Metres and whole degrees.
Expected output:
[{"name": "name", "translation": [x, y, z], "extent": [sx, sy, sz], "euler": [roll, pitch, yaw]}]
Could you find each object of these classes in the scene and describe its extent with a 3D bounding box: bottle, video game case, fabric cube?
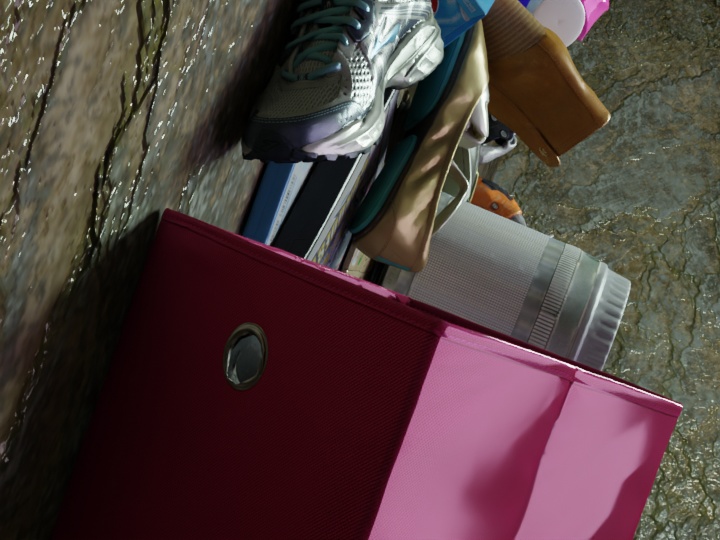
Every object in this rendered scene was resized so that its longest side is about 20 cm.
[{"name": "bottle", "translation": [0.125, -0.240, 1.122], "extent": [0.201, 0.064, 0.085], "euler": [-119, -144, -57]}, {"name": "video game case", "translation": [-0.030, -0.077, 0.912], "extent": [0.200, 0.018, 0.145], "euler": [34, 76, -83]}, {"name": "fabric cube", "translation": [-0.005, 0.109, 0.637], "extent": [0.199, 0.195, 0.202], "euler": [20, 91, -45]}, {"name": "video game case", "translation": [-0.027, -0.013, 0.940], "extent": [0.182, 0.025, 0.201], "euler": [102, 11, -52]}]

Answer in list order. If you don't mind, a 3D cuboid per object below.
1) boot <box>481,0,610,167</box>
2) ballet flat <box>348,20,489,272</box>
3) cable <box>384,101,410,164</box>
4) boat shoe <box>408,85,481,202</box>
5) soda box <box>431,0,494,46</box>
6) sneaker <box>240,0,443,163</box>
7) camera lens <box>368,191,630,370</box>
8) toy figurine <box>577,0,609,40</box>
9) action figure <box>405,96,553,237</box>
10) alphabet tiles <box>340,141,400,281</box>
[{"name": "boot", "translation": [0.106, -0.140, 1.074], "extent": [0.071, 0.145, 0.201], "euler": [-42, -169, -18]}, {"name": "ballet flat", "translation": [0.055, -0.087, 0.960], "extent": [0.202, 0.063, 0.068], "euler": [-64, -163, -20]}, {"name": "cable", "translation": [0.029, -0.076, 1.215], "extent": [0.200, 0.050, 0.098], "euler": [-57, 154, -56]}, {"name": "boat shoe", "translation": [0.078, -0.146, 1.232], "extent": [0.061, 0.071, 0.205], "euler": [52, 43, -75]}, {"name": "soda box", "translation": [0.070, -0.229, 0.975], "extent": [0.064, 0.068, 0.201], "euler": [-32, -163, 34]}, {"name": "sneaker", "translation": [-0.017, -0.126, 0.743], "extent": [0.201, 0.076, 0.087], "euler": [-57, 143, -52]}, {"name": "camera lens", "translation": [0.106, 0.037, 1.131], "extent": [0.160, 0.198, 0.162], "euler": [22, 90, -83]}, {"name": "toy figurine", "translation": [0.166, -0.275, 1.262], "extent": [0.200, 0.149, 0.186], "euler": [-44, -154, 37]}, {"name": "action figure", "translation": [0.107, -0.098, 1.308], "extent": [0.199, 0.195, 0.104], "euler": [-29, 179, 43]}, {"name": "alphabet tiles", "translation": [0.000, 0.000, 1.049], "extent": [0.166, 0.006, 0.203], "euler": [9, 102, -82]}]
